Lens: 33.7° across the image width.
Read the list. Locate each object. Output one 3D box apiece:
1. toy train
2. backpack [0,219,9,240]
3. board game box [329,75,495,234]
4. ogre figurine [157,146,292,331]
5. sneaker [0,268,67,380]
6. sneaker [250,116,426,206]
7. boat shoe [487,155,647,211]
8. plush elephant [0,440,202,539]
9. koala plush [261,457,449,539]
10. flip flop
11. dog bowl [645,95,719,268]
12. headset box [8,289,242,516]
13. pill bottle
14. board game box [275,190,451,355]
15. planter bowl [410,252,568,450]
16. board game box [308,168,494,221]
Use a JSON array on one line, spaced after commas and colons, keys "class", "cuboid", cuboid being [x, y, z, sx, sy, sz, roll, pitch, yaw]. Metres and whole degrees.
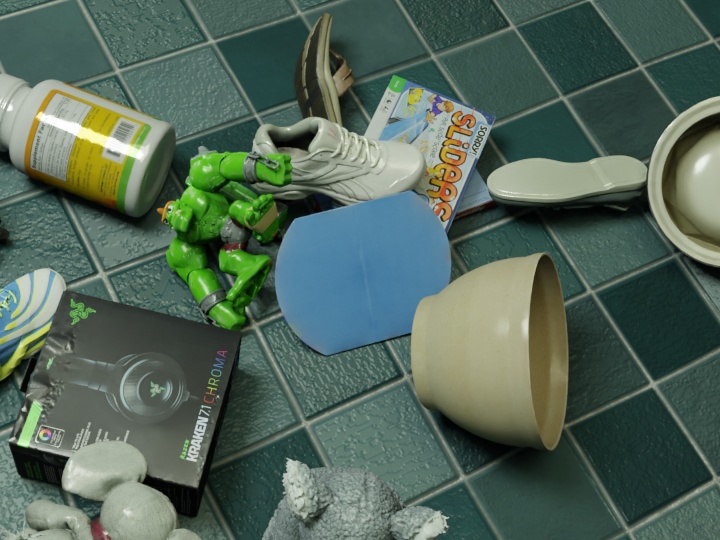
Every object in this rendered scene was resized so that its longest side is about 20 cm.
[{"class": "toy train", "cuboid": [-0.111, -0.062, 1.331, 0.200, 0.056, 0.042, 30, 61, 7]}, {"class": "backpack", "cuboid": [-0.480, -0.035, 1.214, 0.126, 0.167, 0.200, 25, 62, 28]}, {"class": "board game box", "cuboid": [0.062, -0.122, 1.382, 0.135, 0.034, 0.200, 22, 61, 3]}, {"class": "ogre figurine", "cuboid": [-0.148, -0.043, 1.268, 0.120, 0.200, 0.098, 28, 39, 28]}, {"class": "sneaker", "cuboid": [-0.371, 0.060, 1.194, 0.076, 0.105, 0.200, 32, 62, 9]}, {"class": "sneaker", "cuboid": [-0.024, -0.122, 1.290, 0.199, 0.099, 0.078, -1, 60, -6]}, {"class": "boat shoe", "cuboid": [0.241, -0.090, 1.398, 0.199, 0.062, 0.073, -6, 47, -15]}, {"class": "plush elephant", "cuboid": [-0.225, 0.249, 1.063, 0.154, 0.200, 0.165, -23, 60, -15]}, {"class": "koala plush", "cuboid": [-0.015, 0.243, 1.097, 0.177, 0.200, 0.184, 20, 60, 2]}, {"class": "flip flop", "cuboid": [-0.035, -0.214, 1.421, 0.057, 0.081, 0.201, 5, 61, -26]}, {"class": "dog bowl", "cuboid": [0.433, -0.102, 1.386, 0.199, 0.074, 0.201, 0, 91, 10]}, {"class": "headset box", "cuboid": [-0.236, 0.130, 1.185, 0.199, 0.093, 0.175, 14, 60, -1]}, {"class": "pill bottle", "cuboid": [-0.315, -0.144, 1.312, 0.199, 0.111, 0.111, 21, 60, 3]}, {"class": "board game box", "cuboid": [0.000, 0.000, 1.298, 0.199, 0.039, 0.159, -15, 108, -14]}, {"class": "planter bowl", "cuboid": [0.131, 0.084, 1.229, 0.134, 0.200, 0.201, -2, 58, 21]}, {"class": "board game box", "cuboid": [0.047, -0.087, 1.392, 0.200, 0.019, 0.103, -21, 68, -19]}]
